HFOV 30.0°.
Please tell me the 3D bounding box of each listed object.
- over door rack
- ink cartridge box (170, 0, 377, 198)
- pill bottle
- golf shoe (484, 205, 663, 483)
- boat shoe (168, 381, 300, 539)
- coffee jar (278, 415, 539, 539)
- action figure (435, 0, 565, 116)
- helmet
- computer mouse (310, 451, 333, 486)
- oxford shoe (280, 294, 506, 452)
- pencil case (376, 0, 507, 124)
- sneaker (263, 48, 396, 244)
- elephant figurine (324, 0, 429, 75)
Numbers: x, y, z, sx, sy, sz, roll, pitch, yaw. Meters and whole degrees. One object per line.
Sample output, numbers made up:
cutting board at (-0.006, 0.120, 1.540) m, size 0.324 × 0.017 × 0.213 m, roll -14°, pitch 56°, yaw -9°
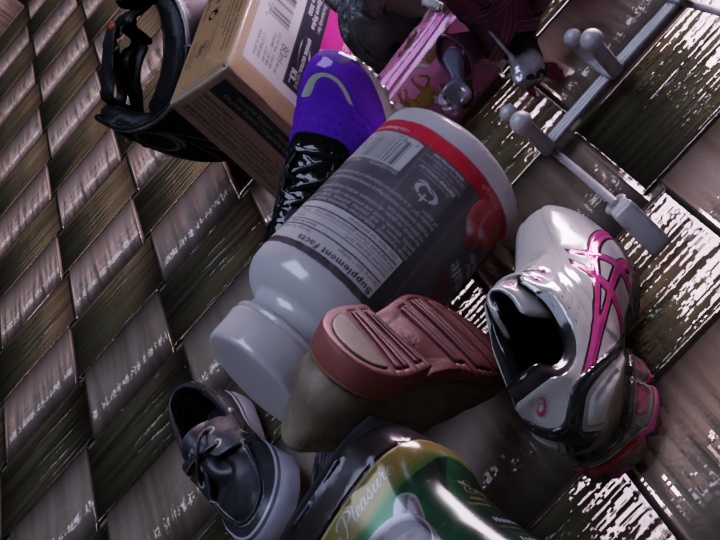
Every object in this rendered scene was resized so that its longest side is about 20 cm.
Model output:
over door rack at (0.171, -0.118, 0.828) m, size 0.148 × 0.066 × 0.200 m, roll -49°, pitch 28°, yaw 9°
ink cartridge box at (-0.061, -0.172, 1.151) m, size 0.075 × 0.165 × 0.201 m, roll -26°, pitch 38°, yaw 36°
pill bottle at (0.000, 0.000, 0.858) m, size 0.200 × 0.111 × 0.110 m, roll -47°, pitch 25°, yaw -20°
golf shoe at (0.110, 0.019, 0.750) m, size 0.073 × 0.092 × 0.201 m, roll -40°, pitch 29°, yaw 24°
boat shoe at (-0.098, 0.129, 0.950) m, size 0.070 × 0.066 × 0.200 m, roll -59°, pitch 24°, yaw 11°
coffee jar at (0.049, 0.156, 0.627) m, size 0.200 × 0.085 × 0.105 m, roll 37°, pitch 93°, yaw 41°
action figure at (0.075, -0.201, 0.945) m, size 0.134 × 0.200 × 0.149 m, roll -35°, pitch 29°, yaw 2°
helmet at (-0.147, -0.195, 1.285) m, size 0.199 × 0.190 × 0.202 m, roll -1°, pitch 89°, yaw 41°
computer mouse at (0.022, 0.131, 0.807) m, size 0.200 × 0.046 × 0.141 m, roll -32°, pitch 36°, yaw 55°
oxford shoe at (0.021, 0.062, 0.754) m, size 0.070 × 0.199 × 0.075 m, roll 45°, pitch 111°, yaw 28°
pencil case at (0.036, -0.127, 1.034) m, size 0.200 × 0.086 × 0.083 m, roll -52°, pitch 18°, yaw 5°
sneaker at (-0.028, -0.050, 0.942) m, size 0.069 × 0.202 × 0.099 m, roll 17°, pitch 34°, yaw 23°
elephant figurine at (0.029, -0.231, 1.092) m, size 0.200 × 0.155 × 0.142 m, roll -47°, pitch -9°, yaw -17°
